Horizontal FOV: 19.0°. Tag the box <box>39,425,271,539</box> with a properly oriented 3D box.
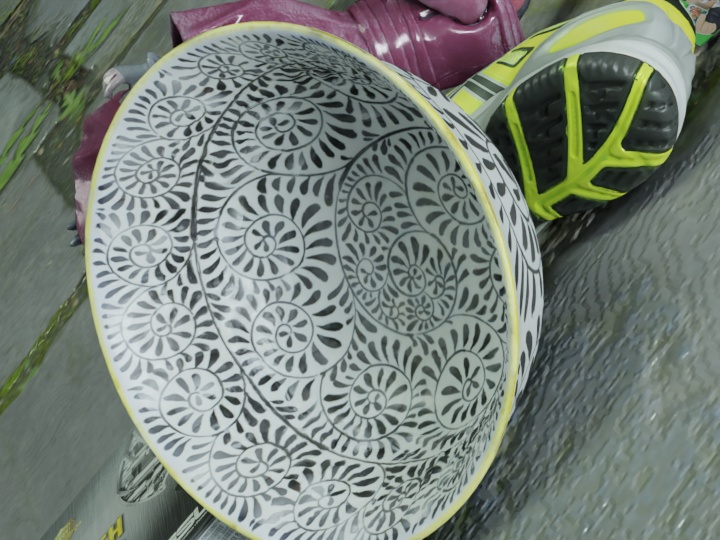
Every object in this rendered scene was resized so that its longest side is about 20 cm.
[{"bbox_3d":[-0.098,0.136,0.935,0.200,0.048,0.158,-49,20,11],"label":"box"}]

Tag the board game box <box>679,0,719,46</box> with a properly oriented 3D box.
[{"bbox_3d":[0.174,-0.191,0.895,0.135,0.029,0.200,-42,22,27],"label":"board game box"}]

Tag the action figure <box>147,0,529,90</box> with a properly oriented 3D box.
[{"bbox_3d":[0.011,-0.100,0.985,0.200,0.134,0.149,-25,61,3],"label":"action figure"}]

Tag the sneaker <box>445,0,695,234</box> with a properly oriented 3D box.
[{"bbox_3d":[0.061,-0.048,0.869,0.200,0.075,0.076,-23,22,43],"label":"sneaker"}]

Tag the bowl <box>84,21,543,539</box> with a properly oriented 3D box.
[{"bbox_3d":[0.000,0.000,0.810,0.201,0.201,0.094,-37,-11,39],"label":"bowl"}]

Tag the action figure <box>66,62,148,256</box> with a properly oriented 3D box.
[{"bbox_3d":[-0.075,-0.054,1.190,0.149,0.134,0.200,-13,2,-44],"label":"action figure"}]
